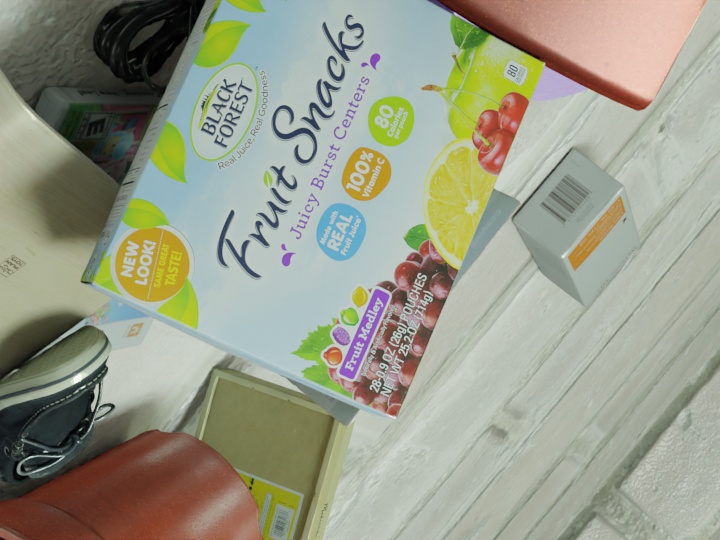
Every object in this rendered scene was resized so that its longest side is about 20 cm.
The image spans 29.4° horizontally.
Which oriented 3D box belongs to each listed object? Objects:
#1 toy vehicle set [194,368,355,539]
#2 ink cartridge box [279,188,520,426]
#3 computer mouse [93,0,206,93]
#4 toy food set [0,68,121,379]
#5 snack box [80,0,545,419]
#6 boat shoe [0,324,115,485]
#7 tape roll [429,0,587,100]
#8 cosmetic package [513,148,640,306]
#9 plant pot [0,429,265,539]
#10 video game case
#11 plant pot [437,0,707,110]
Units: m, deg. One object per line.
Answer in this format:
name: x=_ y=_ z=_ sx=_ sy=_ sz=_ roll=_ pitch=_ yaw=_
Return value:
toy vehicle set: x=-0.087 y=0.190 z=1.097 sx=0.026 sy=0.124 sz=0.201 roll=10 pitch=96 yaw=-63
ink cartridge box: x=0.000 y=0.000 z=0.831 sx=0.160 sy=0.200 sz=0.047 roll=-52 pitch=128 yaw=-4
computer mouse: x=-0.049 y=-0.082 z=0.783 sx=0.138 sy=0.200 sz=0.053 roll=-38 pitch=-177 yaw=-28
toy food set: x=-0.194 y=-0.023 z=0.718 sx=0.143 sy=0.060 sz=0.200 roll=-35 pitch=149 yaw=6
snack box: x=-0.024 y=-0.050 z=0.696 sx=0.201 sy=0.168 sz=0.068 roll=-66 pitch=-165 yaw=-8
boat shoe: x=-0.185 y=0.084 z=0.815 sx=0.075 sy=0.062 sz=0.200 roll=-37 pitch=-179 yaw=-34
tape roll: x=0.135 y=-0.219 z=0.937 sx=0.200 sy=0.066 sz=0.201 roll=-18 pitch=133 yaw=-21
cosmetic package: x=0.236 y=-0.041 z=1.477 sx=0.101 sy=0.071 sz=0.200 roll=-49 pitch=158 yaw=-1
plant pot: x=-0.182 y=0.222 z=0.993 sx=0.195 sy=0.201 sz=0.201 roll=-33 pitch=154 yaw=-52
video game case: x=-0.161 y=-0.023 z=0.847 sx=0.182 sy=0.022 sz=0.200 roll=-10 pitch=135 yaw=-57
plant pot: x=0.085 y=-0.231 z=0.725 sx=0.176 sy=0.200 sz=0.200 roll=11 pitch=120 yaw=-25
